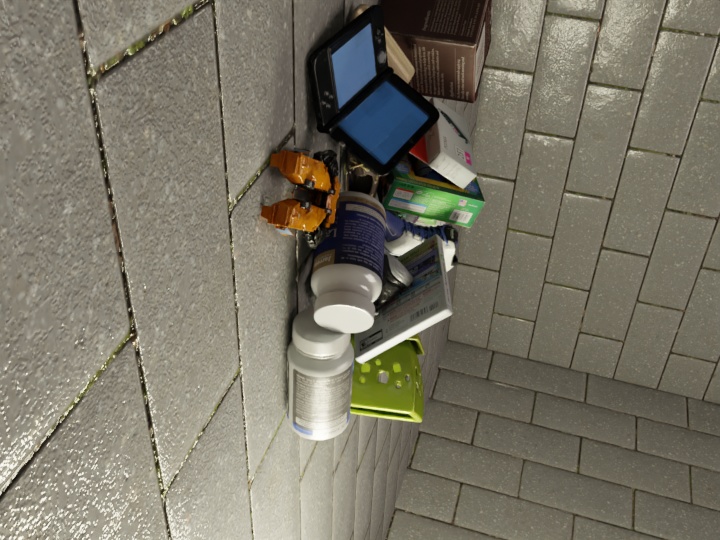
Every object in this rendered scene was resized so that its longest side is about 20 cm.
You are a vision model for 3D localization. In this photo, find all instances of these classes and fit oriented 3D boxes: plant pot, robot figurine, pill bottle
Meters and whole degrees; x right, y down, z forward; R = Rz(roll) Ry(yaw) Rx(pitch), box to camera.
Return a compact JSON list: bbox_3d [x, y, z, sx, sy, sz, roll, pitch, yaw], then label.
[{"bbox_3d":[0.041,0.212,1.646,0.199,0.196,0.185,60,38,-71],"label":"plant pot"},{"bbox_3d":[-0.078,-0.108,1.107,0.200,0.057,0.148,2,99,-77],"label":"robot figurine"},{"bbox_3d":[-0.019,-0.012,1.221,0.116,0.113,0.204,81,11,-59],"label":"pill bottle"},{"bbox_3d":[-0.067,0.169,1.284,0.114,0.111,0.203,-60,158,-55],"label":"pill bottle"}]

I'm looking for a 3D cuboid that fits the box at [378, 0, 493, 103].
[{"bbox_3d":[0.138,-0.441,1.450,0.167,0.196,0.167,76,28,-64],"label":"box"}]

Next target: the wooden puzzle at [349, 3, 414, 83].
[{"bbox_3d":[0.012,-0.299,1.278,0.185,0.037,0.204,40,63,-48],"label":"wooden puzzle"}]

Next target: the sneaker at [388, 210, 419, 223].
[{"bbox_3d":[0.062,-0.093,1.587,0.201,0.074,0.088,-53,176,36],"label":"sneaker"}]

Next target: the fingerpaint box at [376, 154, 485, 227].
[{"bbox_3d":[0.126,-0.183,1.505,0.169,0.196,0.074,-100,-151,-44],"label":"fingerpaint box"}]

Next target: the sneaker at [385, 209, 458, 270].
[{"bbox_3d":[0.121,-0.061,1.480,0.199,0.114,0.081,41,29,-30],"label":"sneaker"}]

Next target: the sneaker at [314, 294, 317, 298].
[{"bbox_3d":[-0.035,-0.042,1.337,0.079,0.072,0.204,54,48,-66],"label":"sneaker"}]

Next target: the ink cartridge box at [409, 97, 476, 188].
[{"bbox_3d":[0.137,-0.268,1.482,0.044,0.172,0.202,-44,-151,32],"label":"ink cartridge box"}]

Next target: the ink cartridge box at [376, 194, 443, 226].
[{"bbox_3d":[0.116,-0.143,1.755,0.200,0.142,0.086,39,65,-76],"label":"ink cartridge box"}]

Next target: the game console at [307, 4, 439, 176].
[{"bbox_3d":[0.027,-0.274,1.167,0.200,0.115,0.178,-50,144,-39],"label":"game console"}]

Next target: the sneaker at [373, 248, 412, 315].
[{"bbox_3d":[0.000,0.000,1.396,0.114,0.200,0.075,-49,136,0],"label":"sneaker"}]

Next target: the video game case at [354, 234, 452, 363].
[{"bbox_3d":[0.069,0.049,1.376,0.022,0.198,0.184,40,31,-34],"label":"video game case"}]

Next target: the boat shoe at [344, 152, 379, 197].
[{"bbox_3d":[0.004,-0.187,1.386,0.202,0.070,0.060,96,10,-50],"label":"boat shoe"}]
